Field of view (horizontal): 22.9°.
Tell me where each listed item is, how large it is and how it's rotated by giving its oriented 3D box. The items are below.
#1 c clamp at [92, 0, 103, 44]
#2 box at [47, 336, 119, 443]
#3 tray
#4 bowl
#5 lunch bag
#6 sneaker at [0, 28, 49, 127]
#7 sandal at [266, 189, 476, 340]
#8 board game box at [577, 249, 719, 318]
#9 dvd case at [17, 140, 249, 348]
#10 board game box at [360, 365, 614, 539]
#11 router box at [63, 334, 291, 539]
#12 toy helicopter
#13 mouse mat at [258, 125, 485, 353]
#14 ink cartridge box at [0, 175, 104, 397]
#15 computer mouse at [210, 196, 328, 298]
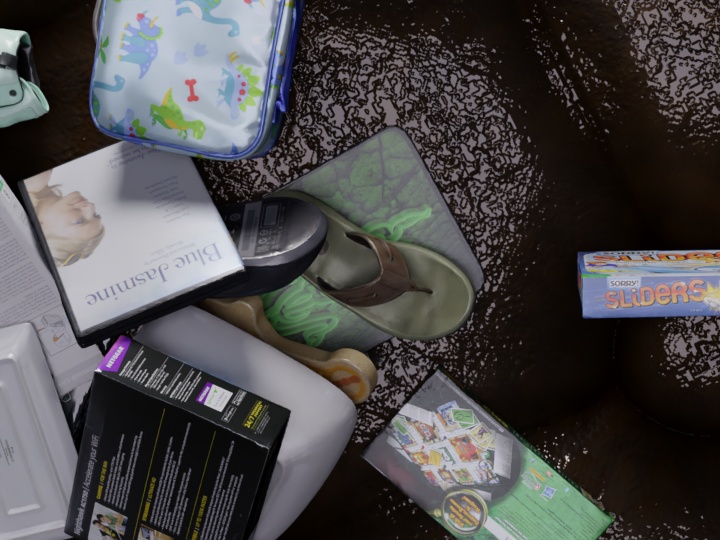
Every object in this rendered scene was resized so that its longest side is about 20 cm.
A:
[{"bbox_3d":[-0.141,-0.232,1.486,0.200,0.027,0.171,23,99,2],"label":"c clamp"},{"bbox_3d":[-0.302,0.074,1.535,0.159,0.046,0.200,25,100,1],"label":"box"},{"bbox_3d":[-0.299,0.148,1.501,0.107,0.022,0.200,-13,109,4],"label":"tray"},{"bbox_3d":[-0.124,0.143,1.470,0.200,0.075,0.200,30,132,-2],"label":"bowl"},{"bbox_3d":[-0.127,-0.191,1.436,0.161,0.082,0.200,11,97,9],"label":"lunch bag"},{"bbox_3d":[-0.325,-0.111,1.494,0.118,0.074,0.201,6,96,11],"label":"sneaker"},{"bbox_3d":[-0.001,0.001,1.483,0.201,0.057,0.080,25,97,3],"label":"sandal"},{"bbox_3d":[0.275,0.009,1.426,0.200,0.135,0.035,-1,99,5],"label":"board game box"},{"bbox_3d":[-0.187,-0.033,1.436,0.143,0.200,0.018,-22,137,-8],"label":"dvd case"},{"bbox_3d":[0.108,0.184,1.523,0.200,0.023,0.105,42,98,-1],"label":"board game box"},{"bbox_3d":[-0.148,0.162,1.411,0.149,0.051,0.200,24,131,6],"label":"router box"},{"bbox_3d":[-0.079,0.078,1.490,0.200,0.079,0.132,14,126,22],"label":"toy helicopter"},{"bbox_3d":[-0.014,-0.010,1.516,0.200,0.008,0.161,-29,94,10],"label":"mouse mat"},{"bbox_3d":[-0.325,0.031,1.494,0.161,0.050,0.200,-27,114,9],"label":"ink cartridge box"},{"bbox_3d":[-0.120,-0.015,1.461,0.200,0.139,0.053,-2,130,13],"label":"computer mouse"}]
